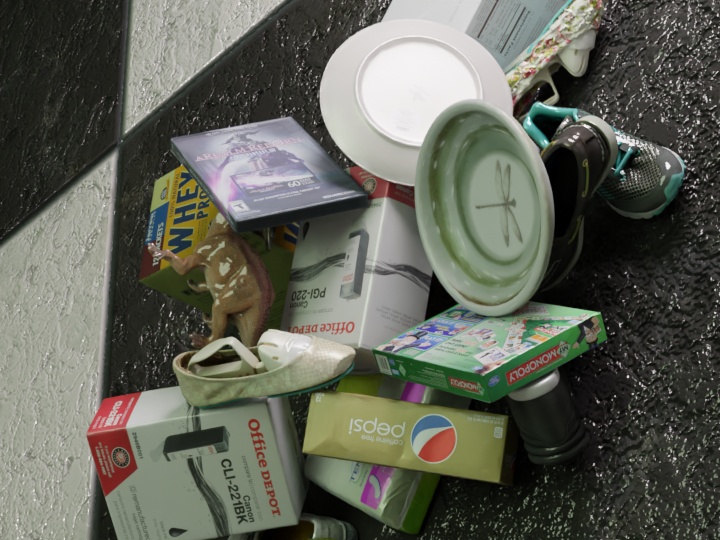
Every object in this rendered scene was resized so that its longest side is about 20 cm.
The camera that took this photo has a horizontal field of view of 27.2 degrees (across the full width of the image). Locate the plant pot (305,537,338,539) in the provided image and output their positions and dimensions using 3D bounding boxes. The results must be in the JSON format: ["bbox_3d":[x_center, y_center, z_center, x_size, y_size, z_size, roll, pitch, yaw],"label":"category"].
[{"bbox_3d":[-0.025,0.356,1.397,0.201,0.199,0.184,-55,25,12],"label":"plant pot"}]

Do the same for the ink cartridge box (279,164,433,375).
[{"bbox_3d":[0.000,0.000,1.524,0.145,0.084,0.203,-8,68,49],"label":"ink cartridge box"}]

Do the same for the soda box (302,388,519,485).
[{"bbox_3d":[0.048,0.158,1.418,0.197,0.068,0.065,6,82,18],"label":"soda box"}]

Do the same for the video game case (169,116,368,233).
[{"bbox_3d":[-0.097,-0.102,1.524,0.200,0.141,0.019,-132,36,-50],"label":"video game case"}]

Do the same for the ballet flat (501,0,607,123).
[{"bbox_3d":[0.196,-0.211,1.551,0.200,0.075,0.064,-45,75,16],"label":"ballet flat"}]

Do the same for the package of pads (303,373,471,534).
[{"bbox_3d":[0.032,0.149,1.531,0.154,0.068,0.202,17,83,54],"label":"package of pads"}]

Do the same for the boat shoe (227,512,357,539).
[{"bbox_3d":[-0.098,0.289,1.596,0.201,0.086,0.076,-9,62,49],"label":"boat shoe"}]

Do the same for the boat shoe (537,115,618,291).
[{"bbox_3d":[0.179,-0.054,1.409,0.071,0.060,0.203,37,133,24],"label":"boat shoe"}]

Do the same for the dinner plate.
[{"bbox_3d":[0.058,-0.176,1.498,0.024,0.197,0.203,99,176,-63],"label":"dinner plate"}]

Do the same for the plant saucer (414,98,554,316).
[{"bbox_3d":[0.126,-0.060,1.388,0.199,0.050,0.203,21,115,53],"label":"plant saucer"}]

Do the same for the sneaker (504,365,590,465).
[{"bbox_3d":[0.165,0.115,1.383,0.070,0.100,0.200,-19,15,7],"label":"sneaker"}]

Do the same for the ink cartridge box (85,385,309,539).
[{"bbox_3d":[-0.166,0.198,1.549,0.197,0.146,0.084,-11,20,9],"label":"ink cartridge box"}]

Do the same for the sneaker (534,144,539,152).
[{"bbox_3d":[0.105,-0.055,1.558,0.199,0.083,0.122,-30,38,37],"label":"sneaker"}]

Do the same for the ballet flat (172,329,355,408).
[{"bbox_3d":[-0.100,0.091,1.447,0.198,0.063,0.068,-15,27,27],"label":"ballet flat"}]

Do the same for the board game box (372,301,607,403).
[{"bbox_3d":[0.114,0.067,1.366,0.199,0.133,0.029,8,120,62],"label":"board game box"}]

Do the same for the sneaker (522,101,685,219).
[{"bbox_3d":[0.225,-0.111,1.425,0.199,0.091,0.078,31,94,54],"label":"sneaker"}]

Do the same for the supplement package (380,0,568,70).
[{"bbox_3d":[0.123,-0.283,1.641,0.155,0.110,0.202,33,96,53],"label":"supplement package"}]

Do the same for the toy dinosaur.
[{"bbox_3d":[-0.123,0.001,1.517,0.134,0.086,0.202,-28,79,14],"label":"toy dinosaur"}]

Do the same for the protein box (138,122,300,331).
[{"bbox_3d":[-0.114,-0.039,1.717,0.197,0.199,0.137,-23,52,42],"label":"protein box"}]
